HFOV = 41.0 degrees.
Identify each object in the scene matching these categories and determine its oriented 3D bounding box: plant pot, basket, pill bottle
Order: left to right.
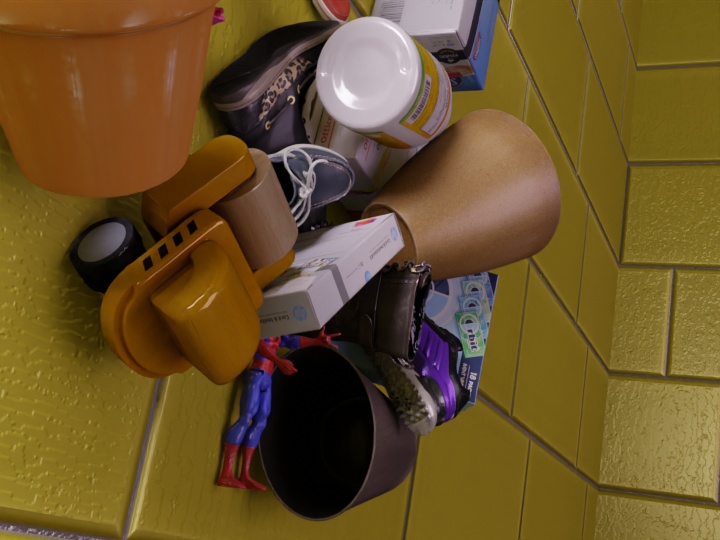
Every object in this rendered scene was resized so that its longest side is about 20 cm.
[{"bbox_3d":[-0.182,-0.161,0.656,0.201,0.197,0.186,-53,154,-50],"label":"plant pot"},{"bbox_3d":[-0.015,0.189,1.089,0.200,0.133,0.184,36,44,-66],"label":"basket"},{"bbox_3d":[0.036,-0.191,1.030,0.200,0.109,0.114,3,89,-71],"label":"pill bottle"},{"bbox_3d":[0.100,-0.065,1.114,0.198,0.185,0.190,-28,119,-36],"label":"plant pot"}]

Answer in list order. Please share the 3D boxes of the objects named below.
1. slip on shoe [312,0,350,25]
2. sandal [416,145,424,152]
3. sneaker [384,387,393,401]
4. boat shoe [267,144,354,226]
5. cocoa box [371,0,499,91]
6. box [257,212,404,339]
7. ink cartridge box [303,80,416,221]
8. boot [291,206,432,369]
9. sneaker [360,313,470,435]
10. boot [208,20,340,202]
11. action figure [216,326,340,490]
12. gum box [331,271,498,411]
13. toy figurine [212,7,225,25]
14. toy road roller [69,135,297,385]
[{"bbox_3d":[-0.034,-0.378,1.084,0.074,0.060,0.204,-45,132,-58],"label":"slip on shoe"},{"bbox_3d":[0.087,-0.109,1.267,0.080,0.058,0.210,-94,-157,-64],"label":"sandal"},{"bbox_3d":[0.035,0.085,1.215,0.081,0.074,0.203,30,37,-52],"label":"sneaker"},{"bbox_3d":[-0.079,-0.082,0.919,0.197,0.061,0.076,-2,108,-40],"label":"boat shoe"},{"bbox_3d":[0.107,-0.359,1.302,0.131,0.131,0.204,49,48,-56],"label":"cocoa box"},{"bbox_3d":[-0.064,0.008,0.933,0.200,0.153,0.042,-45,119,-56],"label":"box"},{"bbox_3d":[0.000,-0.154,1.163,0.200,0.066,0.119,49,49,-56],"label":"ink cartridge box"},{"bbox_3d":[0.000,0.000,1.049,0.069,0.171,0.205,4,88,-61],"label":"boot"},{"bbox_3d":[0.062,0.081,1.107,0.098,0.070,0.203,-18,76,-31],"label":"sneaker"},{"bbox_3d":[-0.071,-0.162,1.005,0.201,0.072,0.153,-52,136,-46],"label":"boot"},{"bbox_3d":[-0.083,0.121,0.981,0.065,0.097,0.204,30,63,-63],"label":"action figure"},{"bbox_3d":[0.058,0.058,1.170,0.045,0.196,0.173,128,-21,-65],"label":"gum box"},{"bbox_3d":[-0.116,-0.297,0.811,0.186,0.149,0.200,-62,-173,-23],"label":"toy figurine"},{"bbox_3d":[-0.119,0.003,0.779,0.199,0.145,0.124,-41,135,-20],"label":"toy road roller"}]
